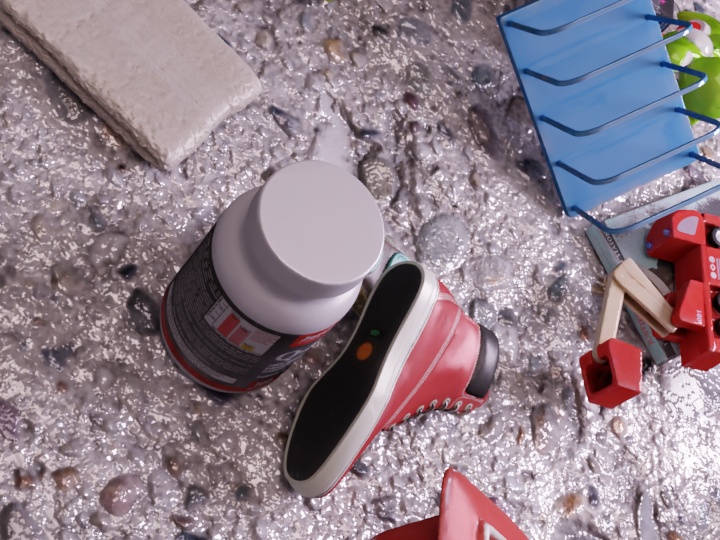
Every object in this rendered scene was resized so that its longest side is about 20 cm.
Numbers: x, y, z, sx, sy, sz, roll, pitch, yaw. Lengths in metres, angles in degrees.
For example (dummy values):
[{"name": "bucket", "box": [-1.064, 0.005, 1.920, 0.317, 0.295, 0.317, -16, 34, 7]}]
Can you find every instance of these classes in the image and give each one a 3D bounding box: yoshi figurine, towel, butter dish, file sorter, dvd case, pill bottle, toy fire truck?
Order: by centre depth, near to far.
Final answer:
[{"name": "butter dish", "box": [0.044, 0.266, 0.985, 0.200, 0.147, 0.200, 47, 39, -53]}, {"name": "pill bottle", "box": [-0.067, 0.007, 1.010, 0.115, 0.200, 0.116, 11, 63, -22]}, {"name": "towel", "box": [-0.191, -0.184, 1.141, 0.200, 0.034, 0.133, 45, 56, -2]}, {"name": "file sorter", "box": [0.231, -0.153, 1.211, 0.138, 0.123, 0.201, -24, 108, -5]}, {"name": "toy fire truck", "box": [0.267, 0.030, 1.237, 0.140, 0.049, 0.201, 13, 62, -20]}, {"name": "dvd case", "box": [0.324, -0.005, 1.324, 0.199, 0.022, 0.146, -18, 76, -31]}, {"name": "yoshi figurine", "box": [0.354, -0.197, 1.362, 0.200, 0.112, 0.113, -25, 115, -49]}]

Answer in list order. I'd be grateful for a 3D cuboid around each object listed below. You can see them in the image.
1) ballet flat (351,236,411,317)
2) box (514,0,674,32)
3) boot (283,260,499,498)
[{"name": "ballet flat", "box": [0.000, 0.000, 1.121, 0.200, 0.070, 0.071, 50, 48, -36]}, {"name": "box", "box": [0.228, -0.305, 1.352, 0.114, 0.132, 0.201, 18, 60, -15]}, {"name": "boot", "box": [0.034, 0.112, 1.093, 0.144, 0.072, 0.200, 42, 75, -39]}]
